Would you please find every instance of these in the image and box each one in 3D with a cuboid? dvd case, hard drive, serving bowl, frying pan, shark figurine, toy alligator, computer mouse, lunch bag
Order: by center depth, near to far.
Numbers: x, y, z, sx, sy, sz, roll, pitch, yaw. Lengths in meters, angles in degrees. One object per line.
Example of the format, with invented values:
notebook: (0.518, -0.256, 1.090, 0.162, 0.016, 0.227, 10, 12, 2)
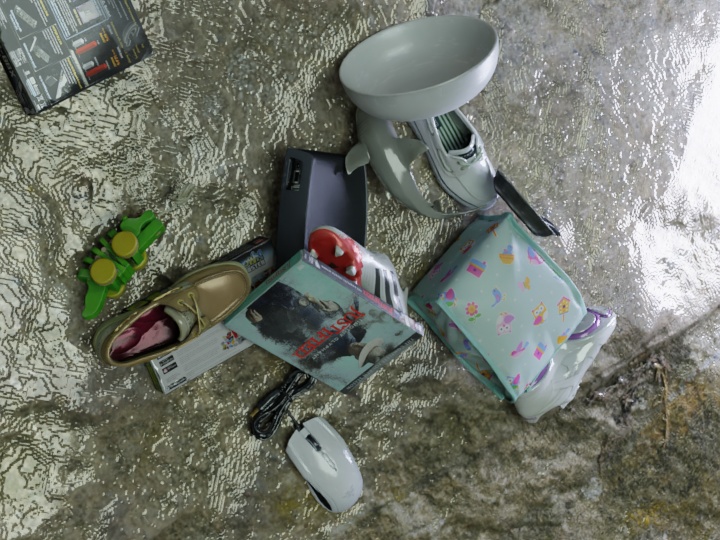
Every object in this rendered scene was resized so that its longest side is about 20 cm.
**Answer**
toy alligator: (-0.270, -0.034, 1.603, 0.054, 0.059, 0.201, 33, 77, 14)
dvd case: (-0.043, 0.066, 1.663, 0.199, 0.022, 0.146, 32, 125, -32)
serving bowl: (0.076, -0.237, 1.690, 0.199, 0.199, 0.066, -32, 126, -21)
hard drive: (-0.045, -0.045, 1.703, 0.134, 0.042, 0.203, 2, 93, -50)
shark figurine: (0.065, -0.126, 1.726, 0.215, 0.089, 0.129, 51, 39, -17)
computer mouse: (-0.052, 0.225, 1.752, 0.110, 0.044, 0.201, -42, 113, -18)
lunch bag: (0.187, 0.050, 1.817, 0.200, 0.122, 0.171, 47, 74, -18)
frying pan: (0.215, -0.084, 1.831, 0.031, 0.190, 0.115, -41, 83, 6)

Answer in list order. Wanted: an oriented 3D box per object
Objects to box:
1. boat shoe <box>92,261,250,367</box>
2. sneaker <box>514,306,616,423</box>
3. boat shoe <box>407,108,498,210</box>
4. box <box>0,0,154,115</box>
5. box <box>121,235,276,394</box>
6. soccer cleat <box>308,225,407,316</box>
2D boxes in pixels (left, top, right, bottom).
boat shoe: (-0.209, 0.057, 1.587, 0.199, 0.066, 0.075, -31, 109, -10)
sneaker: (0.278, 0.127, 1.914, 0.199, 0.075, 0.100, -39, 130, -19)
boat shoe: (0.123, -0.154, 1.788, 0.074, 0.067, 0.200, -48, 115, -15)
box: (-0.340, -0.297, 1.535, 0.157, 0.050, 0.202, -32, 109, -22)
box: (-0.176, 0.052, 1.671, 0.199, 0.035, 0.111, -29, 108, -22)
soccer cleat: (0.000, 0.000, 1.684, 0.200, 0.068, 0.086, 50, 43, -38)
